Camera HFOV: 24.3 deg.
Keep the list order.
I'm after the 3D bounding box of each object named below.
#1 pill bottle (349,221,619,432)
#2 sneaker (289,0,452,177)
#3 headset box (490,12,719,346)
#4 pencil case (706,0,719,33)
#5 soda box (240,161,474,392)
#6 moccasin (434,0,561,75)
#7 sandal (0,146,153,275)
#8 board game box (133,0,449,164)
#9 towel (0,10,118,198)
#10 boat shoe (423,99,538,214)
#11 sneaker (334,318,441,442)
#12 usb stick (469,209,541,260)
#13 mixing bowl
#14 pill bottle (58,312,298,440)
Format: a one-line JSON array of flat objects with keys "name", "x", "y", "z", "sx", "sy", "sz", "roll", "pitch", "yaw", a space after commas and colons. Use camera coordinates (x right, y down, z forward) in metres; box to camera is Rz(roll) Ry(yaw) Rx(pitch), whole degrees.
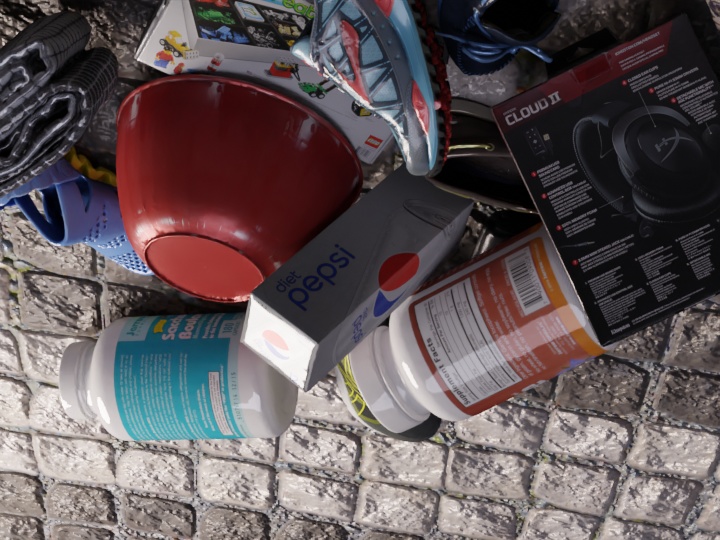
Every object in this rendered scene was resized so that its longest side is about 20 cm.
[{"name": "pill bottle", "x": 0.096, "y": 0.049, "z": 1.309, "sx": 0.199, "sy": 0.113, "sz": 0.112, "roll": -28, "pitch": 128, "yaw": 21}, {"name": "sneaker", "x": 0.003, "y": -0.155, "z": 1.148, "sx": 0.095, "sy": 0.079, "sz": 0.201, "roll": -16, "pitch": 105, "yaw": 14}, {"name": "headset box", "x": 0.189, "y": -0.068, "z": 1.147, "sx": 0.148, "sy": 0.201, "sz": 0.077, "roll": -26, "pitch": 173, "yaw": 7}, {"name": "pencil case", "x": 0.243, "y": -0.224, "z": 1.056, "sx": 0.078, "sy": 0.090, "sz": 0.200, "roll": 14, "pitch": 149, "yaw": 42}, {"name": "soda box", "x": 0.000, "y": 0.000, "z": 1.265, "sx": 0.068, "sy": 0.200, "sz": 0.064, "roll": 36, "pitch": 142, "yaw": 17}, {"name": "moccasin", "x": 0.095, "y": -0.176, "z": 1.107, "sx": 0.080, "sy": 0.069, "sz": 0.200, "roll": -16, "pitch": 160, "yaw": -10}, {"name": "sandal", "x": -0.233, "y": -0.050, "z": 1.345, "sx": 0.079, "sy": 0.087, "sz": 0.200, "roll": -28, "pitch": 129, "yaw": 34}, {"name": "board game box", "x": -0.050, "y": -0.162, "z": 1.217, "sx": 0.199, "sy": 0.035, "sz": 0.126, "roll": 23, "pitch": 138, "yaw": -16}, {"name": "towel", "x": -0.266, "y": -0.092, "z": 1.191, "sx": 0.200, "sy": 0.166, "sz": 0.086, "roll": -37, "pitch": 105, "yaw": 10}, {"name": "boat shoe", "x": 0.139, "y": -0.071, "z": 1.265, "sx": 0.199, "sy": 0.060, "sz": 0.072, "roll": 16, "pitch": 138, "yaw": -8}, {"name": "sneaker", "x": 0.019, "y": 0.092, "z": 1.441, "sx": 0.074, "sy": 0.085, "sz": 0.200, "roll": -45, "pitch": 128, "yaw": -8}, {"name": "usb stick", "x": 0.105, "y": 0.022, "z": 1.402, "sx": 0.055, "sy": 0.033, "sz": 0.201, "roll": 9, "pitch": 140, "yaw": -9}, {"name": "mixing bowl", "x": -0.106, "y": -0.046, "z": 1.278, "sx": 0.199, "sy": 0.109, "sz": 0.200, "roll": 12, "pitch": 152, "yaw": 6}, {"name": "pill bottle", "x": -0.162, "y": 0.094, "z": 1.477, "sx": 0.199, "sy": 0.111, "sz": 0.111, "roll": -3, "pitch": 138, "yaw": 14}]
